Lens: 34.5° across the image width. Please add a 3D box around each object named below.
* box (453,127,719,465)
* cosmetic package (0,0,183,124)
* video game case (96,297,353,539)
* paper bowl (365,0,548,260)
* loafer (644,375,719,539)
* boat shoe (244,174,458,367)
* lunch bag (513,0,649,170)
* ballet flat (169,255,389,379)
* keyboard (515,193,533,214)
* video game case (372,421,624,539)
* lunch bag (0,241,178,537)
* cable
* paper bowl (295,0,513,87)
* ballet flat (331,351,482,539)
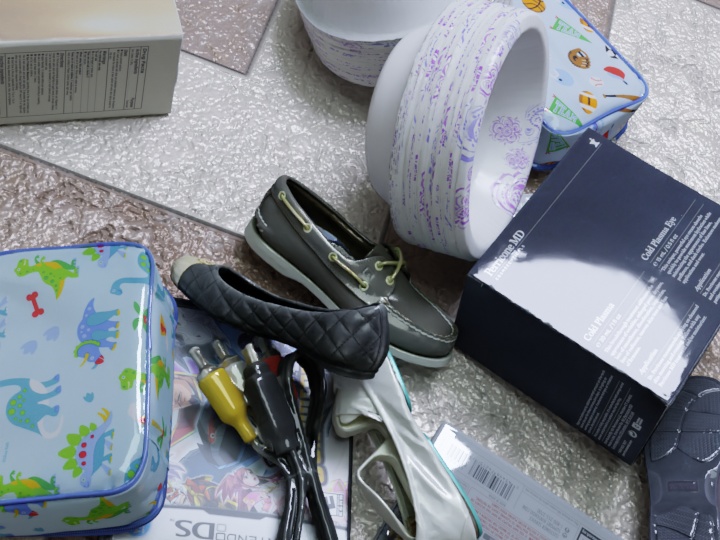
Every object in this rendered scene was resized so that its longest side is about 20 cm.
[{"bbox_3d":[0.204,0.016,0.948,0.181,0.105,0.200,34,58,16],"label":"box"},{"bbox_3d":[-0.253,-0.182,0.956,0.197,0.106,0.072,-6,60,-21],"label":"cosmetic package"},{"bbox_3d":[-0.093,0.119,0.864,0.178,0.026,0.203,9,57,-11],"label":"video game case"},{"bbox_3d":[0.075,-0.118,0.944,0.103,0.202,0.202,16,52,22],"label":"paper bowl"},{"bbox_3d":[0.260,0.175,0.922,0.071,0.064,0.201,3,43,19],"label":"loafer"},{"bbox_3d":[-0.001,0.001,0.932,0.200,0.061,0.072,36,27,7],"label":"boat shoe"},{"bbox_3d":[0.173,-0.191,1.106,0.159,0.076,0.201,-25,68,-31],"label":"lunch bag"},{"bbox_3d":[-0.059,0.023,0.856,0.198,0.058,0.066,21,11,29],"label":"ballet flat"},{"bbox_3d":[0.192,-0.045,1.058,0.197,0.011,0.057,-3,60,-18],"label":"keyboard"},{"bbox_3d":[0.102,0.236,0.852,0.198,0.023,0.183,33,55,4],"label":"video game case"},{"bbox_3d":[-0.211,0.080,0.805,0.158,0.083,0.203,-6,58,1],"label":"lunch bag"},{"bbox_3d":[-0.053,0.136,0.840,0.096,0.050,0.203,-9,72,-41],"label":"cable"},{"bbox_3d":[0.035,-0.272,1.049,0.197,0.105,0.203,-8,54,12],"label":"paper bowl"},{"bbox_3d":[0.017,0.122,0.848,0.069,0.070,0.202,-19,68,-25],"label":"ballet flat"}]
